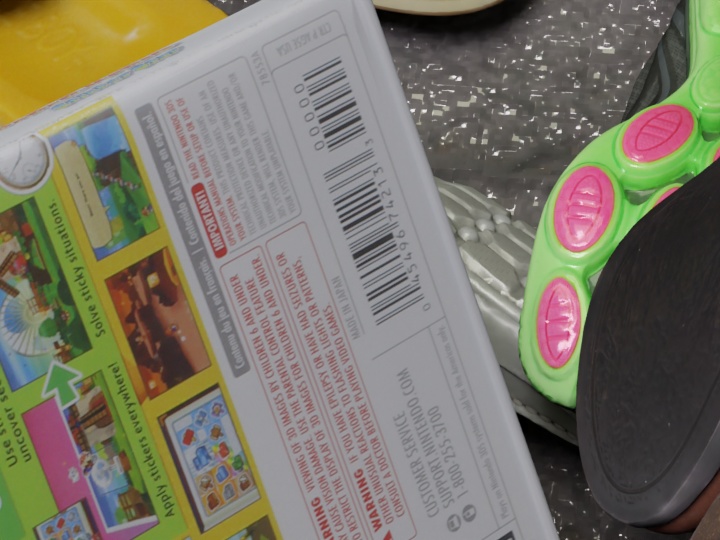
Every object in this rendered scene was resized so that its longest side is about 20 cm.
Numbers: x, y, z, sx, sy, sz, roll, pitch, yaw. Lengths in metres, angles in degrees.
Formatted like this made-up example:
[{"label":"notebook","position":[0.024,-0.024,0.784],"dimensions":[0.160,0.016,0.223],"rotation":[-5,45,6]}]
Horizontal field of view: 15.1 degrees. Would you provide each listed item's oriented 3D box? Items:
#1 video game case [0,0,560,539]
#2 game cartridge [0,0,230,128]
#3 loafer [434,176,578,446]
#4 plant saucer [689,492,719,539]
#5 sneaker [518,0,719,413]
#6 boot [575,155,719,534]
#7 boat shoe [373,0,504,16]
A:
[{"label":"video game case","position":[-0.039,0.061,0.588],"dimensions":[0.182,0.201,0.023],"rotation":[-30,19,-31]},{"label":"game cartridge","position":[-0.143,-0.026,0.641],"dimensions":[0.200,0.033,0.176],"rotation":[-38,46,-18]},{"label":"loafer","position":[0.000,0.000,0.821],"dimensions":[0.199,0.070,0.070],"rotation":[34,110,17]},{"label":"plant saucer","position":[0.141,0.087,0.675],"dimensions":[0.200,0.201,0.032],"rotation":[-35,42,-11]},{"label":"sneaker","position":[0.103,-0.024,0.791],"dimensions":[0.076,0.084,0.200],"rotation":[24,50,12]},{"label":"boot","position":[0.156,0.026,0.725],"dimensions":[0.068,0.200,0.189],"rotation":[-15,45,46]},{"label":"boat shoe","position":[-0.022,-0.156,0.892],"dimensions":[0.072,0.072,0.200],"rotation":[-31,56,-31]}]
